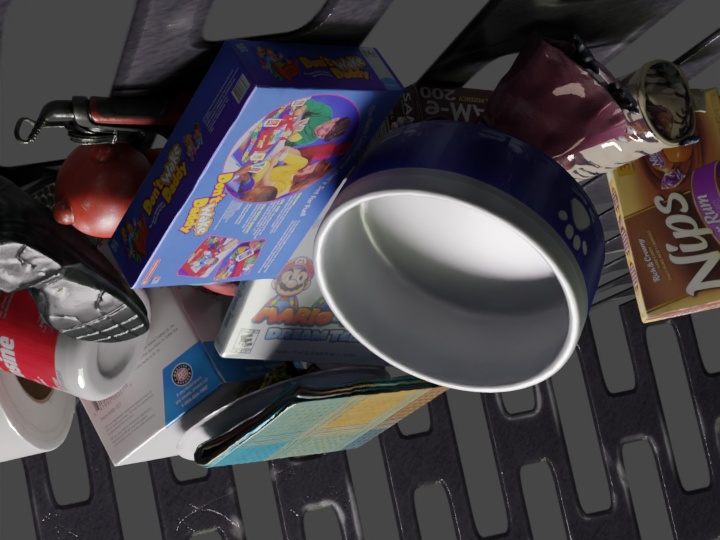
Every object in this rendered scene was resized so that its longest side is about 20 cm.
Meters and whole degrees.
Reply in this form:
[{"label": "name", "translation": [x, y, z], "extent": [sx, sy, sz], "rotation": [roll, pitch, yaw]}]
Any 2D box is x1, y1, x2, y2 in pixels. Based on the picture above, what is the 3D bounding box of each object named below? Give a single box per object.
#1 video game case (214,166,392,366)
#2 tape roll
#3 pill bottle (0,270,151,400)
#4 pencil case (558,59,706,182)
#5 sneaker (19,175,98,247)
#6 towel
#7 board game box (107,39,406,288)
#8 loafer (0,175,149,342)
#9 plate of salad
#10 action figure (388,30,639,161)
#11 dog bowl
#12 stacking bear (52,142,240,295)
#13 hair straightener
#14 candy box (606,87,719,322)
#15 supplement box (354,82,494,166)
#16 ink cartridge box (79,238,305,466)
[{"label": "video game case", "translation": [0.000, 0.000, 1.261], "extent": [0.200, 0.024, 0.182], "rotation": [5, 123, -33]}, {"label": "tape roll", "translation": [-0.380, 0.090, 1.501], "extent": [0.139, 0.203, 0.203], "rotation": [-15, 171, 12]}, {"label": "pill bottle", "translation": [-0.291, 0.032, 1.333], "extent": [0.200, 0.112, 0.112], "rotation": [17, -178, 21]}, {"label": "pencil case", "translation": [0.203, -0.118, 1.364], "extent": [0.089, 0.078, 0.200], "rotation": [13, 158, -37]}, {"label": "sneaker", "translation": [-0.315, -0.029, 1.250], "extent": [0.146, 0.077, 0.202], "rotation": [-6, -177, 25]}, {"label": "towel", "translation": [-0.030, 0.127, 1.340], "extent": [0.200, 0.022, 0.147], "rotation": [-1, 153, -47]}, {"label": "board game box", "translation": [-0.075, -0.071, 1.092], "extent": [0.134, 0.045, 0.200], "rotation": [-4, 141, -43]}, {"label": "loafer", "translation": [-0.225, -0.006, 1.186], "extent": [0.073, 0.072, 0.200], "rotation": [-19, 147, 15]}, {"label": "plate of salad", "translation": [-0.070, 0.120, 1.379], "extent": [0.200, 0.048, 0.200], "rotation": [-18, 160, -7]}, {"label": "action figure", "translation": [0.101, -0.099, 1.178], "extent": [0.200, 0.134, 0.149], "rotation": [-39, -170, 15]}, {"label": "dog bowl", "translation": [0.071, -0.008, 1.115], "extent": [0.200, 0.200, 0.079], "rotation": [-20, -148, 42]}, {"label": "stacking bear", "translation": [-0.153, -0.050, 1.206], "extent": [0.121, 0.114, 0.200], "rotation": [-50, 146, 16]}, {"label": "hair straightener", "translation": [-0.153, -0.098, 1.104], "extent": [0.200, 0.041, 0.077], "rotation": [-7, 170, -32]}, {"label": "candy box", "translation": [0.301, -0.060, 1.465], "extent": [0.117, 0.200, 0.056], "rotation": [-12, 171, 4]}, {"label": "supplement box", "translation": [0.014, -0.095, 1.298], "extent": [0.200, 0.061, 0.109], "rotation": [-19, 168, 42]}, {"label": "ink cartridge box", "translation": [-0.180, 0.053, 1.432], "extent": [0.147, 0.200, 0.145], "rotation": [-37, 163, 25]}]
